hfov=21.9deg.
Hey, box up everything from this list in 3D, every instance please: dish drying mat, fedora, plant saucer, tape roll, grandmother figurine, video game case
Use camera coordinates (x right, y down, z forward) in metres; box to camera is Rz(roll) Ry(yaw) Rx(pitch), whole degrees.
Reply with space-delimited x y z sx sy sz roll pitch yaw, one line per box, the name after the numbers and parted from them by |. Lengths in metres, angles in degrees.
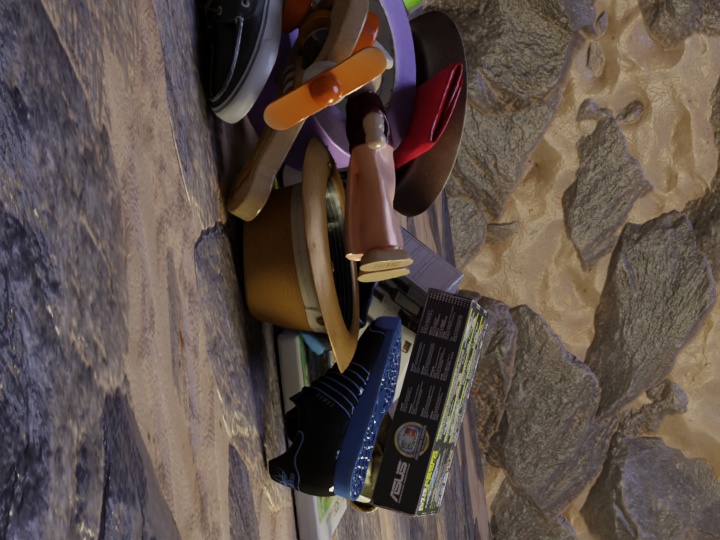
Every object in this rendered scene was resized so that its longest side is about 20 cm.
0.052 -0.131 1.653 0.200 0.018 0.077 159 -48 -76 | dish drying mat
-0.052 -0.009 1.511 0.201 0.081 0.202 -6 90 -83 | fedora
0.045 -0.154 1.796 0.200 0.034 0.201 -173 -90 -67 | plant saucer
-0.030 -0.188 1.594 0.200 0.065 0.201 17 70 -54 | tape roll
0.006 -0.098 1.512 0.121 0.060 0.201 128 -44 -72 | grandmother figurine
-0.043 0.144 1.709 0.182 0.022 0.201 -45 129 -81 | video game case

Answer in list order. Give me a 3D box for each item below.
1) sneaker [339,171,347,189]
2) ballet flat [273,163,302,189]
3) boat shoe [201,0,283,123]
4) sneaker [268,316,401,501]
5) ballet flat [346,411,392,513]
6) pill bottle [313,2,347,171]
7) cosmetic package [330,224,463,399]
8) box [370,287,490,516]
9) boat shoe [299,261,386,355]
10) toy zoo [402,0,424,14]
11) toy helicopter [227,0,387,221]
-0.035 -0.082 1.814 0.085 0.077 0.201 63 13 -45 | sneaker
-0.056 -0.128 1.654 0.067 0.066 0.201 -51 136 -76 | ballet flat
-0.095 -0.209 1.442 0.069 0.056 0.201 -26 -133 51 | boat shoe
-0.018 0.108 1.568 0.200 0.077 0.070 -68 162 -47 | sneaker
-0.001 0.166 1.693 0.200 0.070 0.066 67 33 -57 | ballet flat
-0.024 -0.200 1.772 0.113 0.112 0.201 74 13 -56 | pill bottle
0.031 0.049 1.835 0.051 0.082 0.200 -41 163 -34 | cosmetic package
0.067 0.124 1.709 0.160 0.044 0.201 29 75 -78 | box
0.000 0.000 1.681 0.084 0.068 0.201 47 35 -33 | boat shoe
0.003 -0.314 1.654 0.131 0.020 0.200 55 0 14 | toy zoo
-0.046 -0.128 1.434 0.201 0.079 0.132 -63 -157 5 | toy helicopter
